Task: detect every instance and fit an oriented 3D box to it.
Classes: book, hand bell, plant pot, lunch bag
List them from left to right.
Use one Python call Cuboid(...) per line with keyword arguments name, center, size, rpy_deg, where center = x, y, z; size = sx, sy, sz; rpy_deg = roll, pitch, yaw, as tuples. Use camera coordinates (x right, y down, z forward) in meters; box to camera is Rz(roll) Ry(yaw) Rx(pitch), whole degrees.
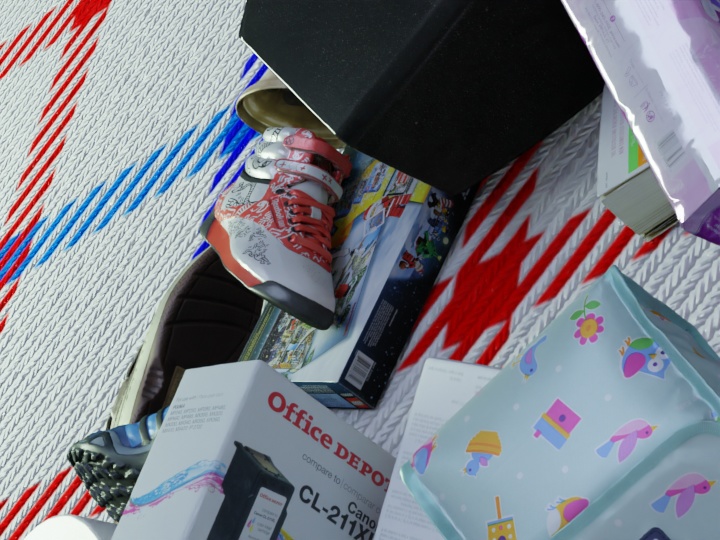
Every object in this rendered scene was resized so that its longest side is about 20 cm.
Cuboid(name="hand bell", center=(-0.022, -0.199, 1.856), size=(0.104, 0.104, 0.201), rpy_deg=(-16, 58, 49))
Cuboid(name="plant pot", center=(0.042, -0.169, 1.680), size=(0.178, 0.200, 0.200), rpy_deg=(-53, 53, 13))
Cuboid(name="lunch bag", center=(0.142, 0.128, 1.327), size=(0.170, 0.122, 0.200), rpy_deg=(-43, 50, 11))
Cuboid(name="book", center=(0.232, -0.123, 1.552), size=(0.200, 0.048, 0.134), rpy_deg=(-35, 31, 29))

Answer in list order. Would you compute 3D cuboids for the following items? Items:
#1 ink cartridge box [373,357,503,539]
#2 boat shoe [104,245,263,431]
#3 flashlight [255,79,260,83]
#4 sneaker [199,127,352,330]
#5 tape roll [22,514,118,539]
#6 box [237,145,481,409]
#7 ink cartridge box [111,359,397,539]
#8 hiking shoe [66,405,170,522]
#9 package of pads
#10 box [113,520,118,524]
Cuboid(name="ink cartridge box", center=(0.070, 0.157, 1.503), size=(0.160, 0.047, 0.201), rpy_deg=(8, 81, 58))
Cuboid(name="boat shoe", center=(-0.138, 0.069, 1.870), size=(0.075, 0.075, 0.203), rpy_deg=(-11, 49, 61))
Cuboid(name="flashlight", center=(0.010, -0.161, 1.916), size=(0.200, 0.068, 0.068), rpy_deg=(-24, 18, 50))
Cuboid(name="sneaker", center=(-0.045, -0.037, 1.766), size=(0.108, 0.067, 0.201), rpy_deg=(-56, 25, 4))
Cuboid(name="tape roll", center=(-0.199, 0.264, 1.715), size=(0.203, 0.037, 0.204), rpy_deg=(-30, 52, 48))
Cuboid(name="box", center=(0.000, 0.000, 1.771), size=(0.136, 0.038, 0.201), rpy_deg=(-3, 56, 56))
Cuboid(name="ink cartridge box", center=(-0.070, 0.175, 1.565), size=(0.083, 0.146, 0.201), rpy_deg=(-11, 50, 50))
Cuboid(name="hiking shoe", center=(-0.120, 0.123, 1.719), size=(0.087, 0.075, 0.200), rpy_deg=(-41, 19, -32))
Cuboid(name="package of pads", center=(0.189, -0.106, 1.440), size=(0.076, 0.120, 0.201), rpy_deg=(-38, 58, 24))
Cuboid(name="box", center=(-0.117, 0.173, 1.753), size=(0.137, 0.039, 0.201), rpy_deg=(5, 62, 57))
